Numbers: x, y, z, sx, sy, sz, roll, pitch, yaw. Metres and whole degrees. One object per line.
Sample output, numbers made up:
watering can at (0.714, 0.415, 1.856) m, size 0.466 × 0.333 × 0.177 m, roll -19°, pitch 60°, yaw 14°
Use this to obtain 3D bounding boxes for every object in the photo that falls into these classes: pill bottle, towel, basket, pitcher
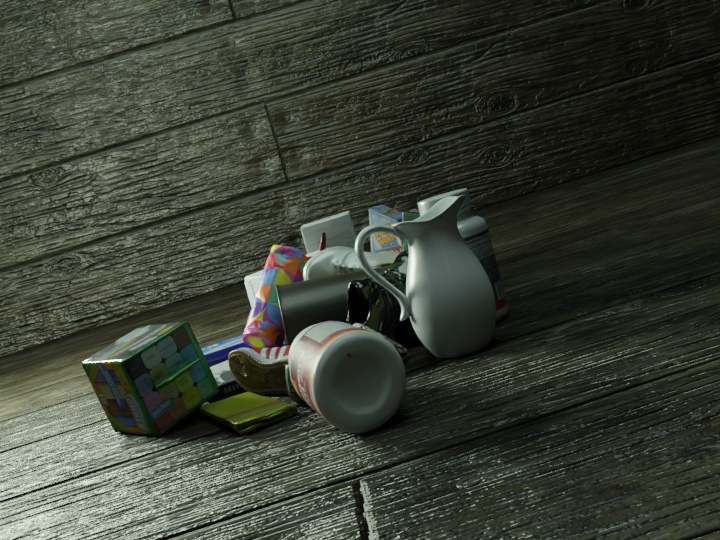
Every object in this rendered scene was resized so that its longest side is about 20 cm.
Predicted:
pill bottle at (-0.025, 0.118, 0.976) m, size 0.108 × 0.112 × 0.200 m, roll -18°, pitch 6°, yaw -15°
towel at (-0.158, 0.192, 1.131) m, size 0.085 × 0.018 × 0.199 m, roll -13°, pitch 3°, yaw -25°
pill bottle at (0.152, -0.017, 1.270) m, size 0.108 × 0.204 × 0.111 m, roll -15°, pitch 6°, yaw 2°
basket at (-0.029, 0.069, 1.355) m, size 0.196 × 0.139 × 0.180 m, roll -13°, pitch 6°, yaw -4°
pitcher at (0.091, 0.018, 1.124) m, size 0.168 × 0.204 × 0.121 m, roll -17°, pitch 6°, yaw -6°

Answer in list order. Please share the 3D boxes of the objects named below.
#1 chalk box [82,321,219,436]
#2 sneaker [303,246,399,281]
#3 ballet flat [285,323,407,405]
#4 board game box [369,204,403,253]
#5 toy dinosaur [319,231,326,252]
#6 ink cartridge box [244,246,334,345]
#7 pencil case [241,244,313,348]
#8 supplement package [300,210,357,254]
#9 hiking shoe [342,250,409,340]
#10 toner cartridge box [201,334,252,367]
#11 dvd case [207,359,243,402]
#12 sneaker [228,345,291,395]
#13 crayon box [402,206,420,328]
chalk box at (-0.301, 0.159, 1.225) m, size 0.124 × 0.126 × 0.198 m, roll -32°, pitch 16°, yaw -37°
sneaker at (0.000, 0.000, 1.443) m, size 0.196 × 0.077 × 0.088 m, roll -5°, pitch 13°, yaw -12°
ballet flat at (-0.018, 0.116, 1.136) m, size 0.197 × 0.077 × 0.067 m, roll -20°, pitch 6°, yaw -32°
board game box at (0.097, -0.041, 1.640) m, size 0.197 × 0.204 × 0.061 m, roll -13°, pitch 5°, yaw 30°
toy dinosaur at (-0.090, 0.055, 1.559) m, size 0.180 × 0.201 × 0.105 m, roll -25°, pitch -15°, yaw -48°
ink cartridge box at (-0.116, 0.051, 1.656) m, size 0.198 × 0.148 × 0.083 m, roll -21°, pitch 8°, yaw -39°
pencil case at (-0.151, 0.051, 1.517) m, size 0.087 × 0.088 × 0.203 m, roll -10°, pitch 53°, yaw 46°
supplement package at (-0.049, -0.017, 1.821) m, size 0.115 × 0.204 × 0.117 m, roll -16°, pitch 6°, yaw 0°
hiking shoe at (0.032, 0.037, 1.237) m, size 0.075 × 0.101 × 0.202 m, roll 1°, pitch 51°, yaw 41°
toner cartridge box at (-0.285, 0.170, 1.547) m, size 0.196 × 0.044 × 0.095 m, roll -18°, pitch 7°, yaw -13°
dvd case at (-0.211, 0.174, 1.390) m, size 0.148 × 0.025 × 0.199 m, roll -19°, pitch 6°, yaw -22°
sneaker at (-0.106, 0.134, 1.239) m, size 0.198 × 0.073 × 0.112 m, roll 1°, pitch 20°, yaw 45°
crayon box at (0.125, -0.009, 1.388) m, size 0.050 × 0.204 × 0.126 m, roll 11°, pitch 22°, yaw 35°
